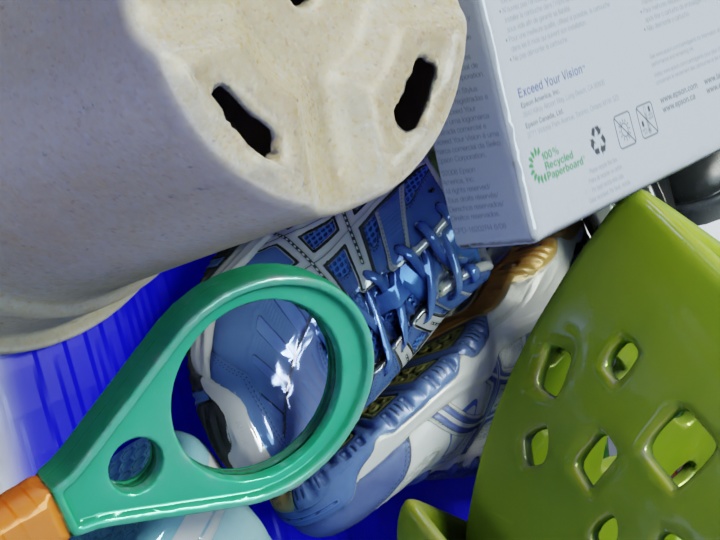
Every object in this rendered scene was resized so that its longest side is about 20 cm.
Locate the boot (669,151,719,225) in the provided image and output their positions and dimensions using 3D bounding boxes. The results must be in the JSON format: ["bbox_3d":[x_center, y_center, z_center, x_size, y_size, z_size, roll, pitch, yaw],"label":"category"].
[{"bbox_3d":[0.135,-0.143,1.018,0.201,0.065,0.165,60,43,-24],"label":"boot"}]

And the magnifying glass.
[{"bbox_3d":[-0.082,0.066,0.741,0.199,0.022,0.080,-30,121,-16],"label":"magnifying glass"}]

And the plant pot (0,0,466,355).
[{"bbox_3d":[-0.072,-0.078,0.738,0.200,0.183,0.202,6,82,-43],"label":"plant pot"}]

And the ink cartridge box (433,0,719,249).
[{"bbox_3d":[0.079,-0.128,0.815,0.199,0.040,0.201,-23,106,-51],"label":"ink cartridge box"}]

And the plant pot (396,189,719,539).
[{"bbox_3d":[0.144,0.118,0.853,0.182,0.199,0.200,-48,141,9],"label":"plant pot"}]

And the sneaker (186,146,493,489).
[{"bbox_3d":[0.000,0.000,0.851,0.076,0.077,0.200,53,44,-27],"label":"sneaker"}]

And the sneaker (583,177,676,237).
[{"bbox_3d":[0.127,-0.074,0.939,0.075,0.106,0.201,46,21,-83],"label":"sneaker"}]

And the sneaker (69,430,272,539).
[{"bbox_3d":[-0.069,0.170,0.788,0.131,0.079,0.201,45,58,-29],"label":"sneaker"}]

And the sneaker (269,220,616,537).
[{"bbox_3d":[0.045,0.056,0.909,0.200,0.075,0.088,-40,113,-37],"label":"sneaker"}]

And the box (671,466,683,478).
[{"bbox_3d":[0.181,0.141,1.051,0.136,0.039,0.201,22,71,-39],"label":"box"}]

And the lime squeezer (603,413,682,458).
[{"bbox_3d":[0.129,0.078,0.980,0.201,0.070,0.038,-58,171,3],"label":"lime squeezer"}]
